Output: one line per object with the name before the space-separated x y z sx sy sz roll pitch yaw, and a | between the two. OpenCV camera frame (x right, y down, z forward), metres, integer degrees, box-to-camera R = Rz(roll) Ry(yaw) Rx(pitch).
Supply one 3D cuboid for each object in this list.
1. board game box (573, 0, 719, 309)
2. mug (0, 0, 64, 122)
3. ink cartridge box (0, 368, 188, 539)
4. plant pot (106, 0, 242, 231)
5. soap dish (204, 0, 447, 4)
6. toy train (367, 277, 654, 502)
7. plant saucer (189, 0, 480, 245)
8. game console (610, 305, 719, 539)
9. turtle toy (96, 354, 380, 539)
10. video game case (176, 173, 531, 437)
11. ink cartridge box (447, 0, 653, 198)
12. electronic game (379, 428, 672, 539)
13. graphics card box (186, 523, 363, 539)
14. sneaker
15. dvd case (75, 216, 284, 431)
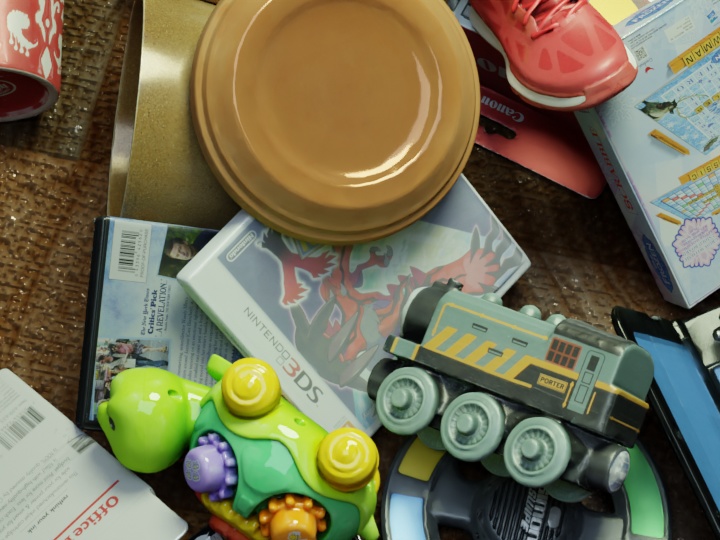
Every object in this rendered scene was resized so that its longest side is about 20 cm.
board game box | 0.263 -0.109 1.496 0.200 0.041 0.200 -32 109 -12
mug | -0.289 -0.215 1.576 0.133 0.177 0.200 10 67 -35
ink cartridge box | -0.208 0.168 1.397 0.116 0.067 0.200 -43 56 -18
plant pot | -0.069 -0.097 1.491 0.200 0.186 0.187 6 67 -10
soap dish | -0.025 -0.246 1.487 0.200 0.081 0.158 17 69 -4
toy train | 0.099 0.077 1.392 0.200 0.085 0.114 20 85 34
plant saucer | -0.012 -0.118 1.395 0.200 0.037 0.201 1 87 -16
game console | 0.281 0.099 1.429 0.176 0.116 0.200 -20 69 -8
turtle toy | -0.074 0.120 1.357 0.200 0.146 0.101 34 79 9
video game case | 0.000 0.000 1.443 0.200 0.023 0.182 -46 114 -14
ink cartridge box | 0.131 -0.177 1.561 0.200 0.084 0.176 26 71 10
electronic game | 0.113 0.169 1.437 0.200 0.042 0.200 0 64 -1
graphics card box | -0.083 0.234 1.410 0.200 0.051 0.126 -36 72 -12
sneaker | 0.108 -0.189 1.415 0.078 0.116 0.200 -34 36 -9
dvd case | -0.092 0.045 1.438 0.200 0.018 0.143 7 87 -26
